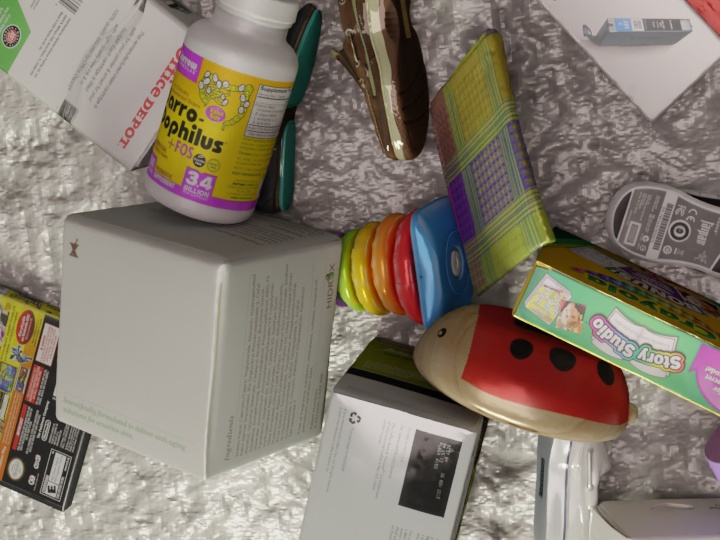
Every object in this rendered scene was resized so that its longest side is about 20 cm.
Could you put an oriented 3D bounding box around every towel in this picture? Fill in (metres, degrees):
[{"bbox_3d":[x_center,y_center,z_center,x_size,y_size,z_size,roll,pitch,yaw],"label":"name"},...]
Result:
[{"bbox_3d":[0.111,-0.095,1.176,0.023,0.144,0.202,-6,72,-22],"label":"towel"}]

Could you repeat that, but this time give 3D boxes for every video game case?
[{"bbox_3d":[-0.358,0.126,1.402,0.179,0.025,0.202,21,105,9],"label":"video game case"}]

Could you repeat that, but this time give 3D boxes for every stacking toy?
[{"bbox_3d":[0.000,0.000,1.266,0.198,0.110,0.117,-5,100,25],"label":"stacking toy"}]

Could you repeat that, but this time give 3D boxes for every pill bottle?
[{"bbox_3d":[-0.117,-0.151,1.190,0.103,0.104,0.202,21,107,8],"label":"pill bottle"}]

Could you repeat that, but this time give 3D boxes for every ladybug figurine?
[{"bbox_3d":[0.145,0.083,1.156,0.198,0.136,0.073,18,111,0],"label":"ladybug figurine"}]

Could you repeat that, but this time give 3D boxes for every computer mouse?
[{"bbox_3d":[0.317,-0.033,1.209,0.198,0.044,0.111,18,108,4],"label":"computer mouse"}]

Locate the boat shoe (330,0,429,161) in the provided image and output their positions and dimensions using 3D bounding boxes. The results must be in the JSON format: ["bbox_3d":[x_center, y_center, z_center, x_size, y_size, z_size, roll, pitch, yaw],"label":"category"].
[{"bbox_3d":[0.012,-0.200,1.240,0.074,0.075,0.205,-6,93,28],"label":"boat shoe"}]

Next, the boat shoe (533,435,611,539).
[{"bbox_3d":[0.202,0.172,1.264,0.065,0.074,0.202,3,103,-6],"label":"boat shoe"}]

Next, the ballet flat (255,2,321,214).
[{"bbox_3d":[-0.086,-0.154,1.267,0.072,0.073,0.202,13,105,10],"label":"ballet flat"}]

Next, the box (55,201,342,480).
[{"bbox_3d":[-0.148,0.053,1.231,0.197,0.171,0.202,15,106,34],"label":"box"}]

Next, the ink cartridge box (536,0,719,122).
[{"bbox_3d":[0.252,-0.263,1.180,0.200,0.045,0.176,46,107,1],"label":"ink cartridge box"}]

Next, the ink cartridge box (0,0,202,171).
[{"bbox_3d":[-0.241,-0.212,1.282,0.199,0.084,0.146,39,105,4],"label":"ink cartridge box"}]

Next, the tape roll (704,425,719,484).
[{"bbox_3d":[0.394,0.138,1.138,0.199,0.200,0.066,-30,92,16],"label":"tape roll"}]

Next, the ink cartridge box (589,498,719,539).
[{"bbox_3d":[0.282,0.319,1.233,0.145,0.083,0.203,1,101,-13],"label":"ink cartridge box"}]

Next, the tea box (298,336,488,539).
[{"bbox_3d":[0.034,0.191,1.232,0.132,0.197,0.202,15,102,9],"label":"tea box"}]

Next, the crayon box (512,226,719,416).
[{"bbox_3d":[0.239,0.040,1.170,0.198,0.173,0.059,26,105,7],"label":"crayon box"}]
